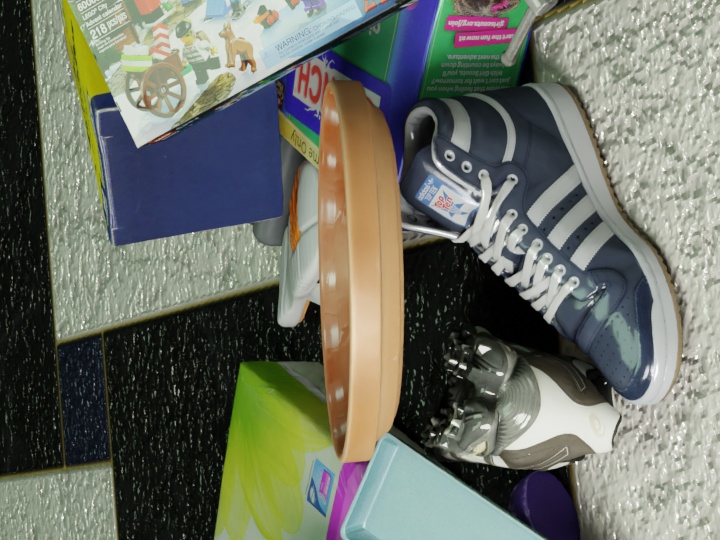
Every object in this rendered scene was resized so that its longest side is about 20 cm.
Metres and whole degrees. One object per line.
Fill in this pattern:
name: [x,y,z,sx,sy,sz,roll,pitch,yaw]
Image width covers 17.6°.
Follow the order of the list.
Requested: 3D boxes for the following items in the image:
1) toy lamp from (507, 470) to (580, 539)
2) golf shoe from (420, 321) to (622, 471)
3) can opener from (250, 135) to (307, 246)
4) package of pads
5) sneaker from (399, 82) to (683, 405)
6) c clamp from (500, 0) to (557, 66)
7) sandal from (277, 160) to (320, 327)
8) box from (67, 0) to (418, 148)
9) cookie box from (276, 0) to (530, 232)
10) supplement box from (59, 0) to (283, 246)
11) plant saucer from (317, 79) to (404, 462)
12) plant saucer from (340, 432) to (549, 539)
toy lamp: [0.029,0.167,1.296,0.199,0.058,0.059,-24,68,32]
golf shoe: [0.086,0.076,1.245,0.200,0.094,0.078,-131,56,-85]
can opener: [-0.055,-0.110,1.494,0.053,0.066,0.201,52,135,48]
package of pads: [-0.019,0.163,1.444,0.200,0.068,0.156,37,123,54]
sneaker: [0.085,-0.013,1.199,0.070,0.108,0.201,-60,42,45]
c clamp: [0.046,-0.216,1.164,0.201,0.027,0.171,58,155,7]
sandal: [-0.016,-0.014,1.449,0.207,0.059,0.080,116,156,-75]
box: [-0.066,-0.171,1.253,0.199,0.038,0.137,-27,90,26]
cookie box: [0.025,-0.146,1.336,0.171,0.075,0.201,43,129,52]
supplement box: [-0.121,-0.127,1.422,0.201,0.109,0.109,-108,12,-45]
plant saucer: [0.000,0.000,1.227,0.200,0.032,0.202,178,90,-85]
plant saucer: [0.080,0.163,1.219,0.199,0.019,0.070,33,113,23]
